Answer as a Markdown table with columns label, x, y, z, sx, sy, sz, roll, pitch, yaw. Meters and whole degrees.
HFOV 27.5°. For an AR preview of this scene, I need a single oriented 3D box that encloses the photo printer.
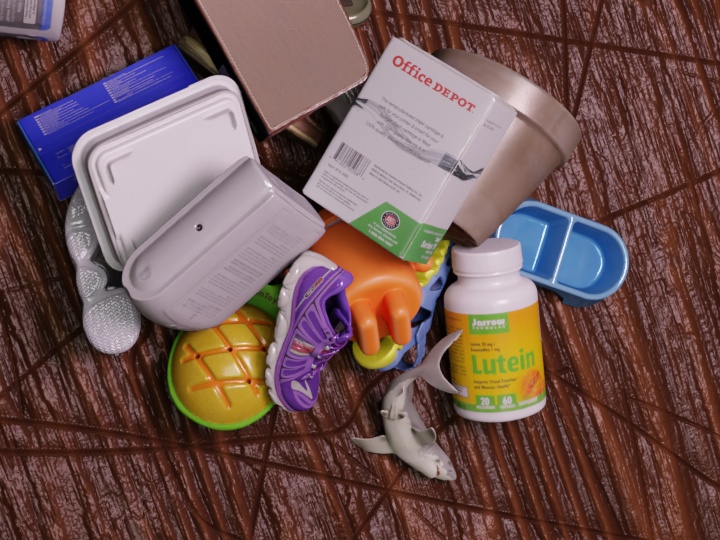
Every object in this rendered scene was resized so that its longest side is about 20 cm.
| label | x | y | z | sx | sy | sz | roll | pitch | yaw |
| --- | --- | --- | --- | --- | --- | --- | --- | --- | --- |
| photo printer | -0.148 | -0.018 | 1.542 | 0.200 | 0.166 | 0.070 | -41 | 67 | 7 |

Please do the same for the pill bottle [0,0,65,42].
| label | x | y | z | sx | sy | sz | roll | pitch | yaw |
| --- | --- | --- | --- | --- | --- | --- | --- | --- | --- |
| pill bottle | -0.422 | -0.313 | 1.590 | 0.199 | 0.114 | 0.114 | 4 | 89 | -16 |

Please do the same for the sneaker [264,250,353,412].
| label | x | y | z | sx | sy | sz | roll | pitch | yaw |
| --- | --- | --- | --- | --- | --- | --- | --- | --- | --- |
| sneaker | -0.050 | 0.078 | 1.601 | 0.083 | 0.081 | 0.201 | 22 | 126 | 19 |

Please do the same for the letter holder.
| label | x | y | z | sx | sy | sz | roll | pitch | yaw |
| --- | --- | --- | --- | --- | --- | --- | --- | --- | --- |
| letter holder | -0.095 | -0.265 | 1.613 | 0.142 | 0.101 | 0.200 | -31 | 95 | -9 |

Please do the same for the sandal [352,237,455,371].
| label | x | y | z | sx | sy | sz | roll | pitch | yaw |
| --- | --- | --- | --- | --- | --- | --- | --- | --- | --- |
| sandal | 0.059 | 0.039 | 1.753 | 0.087 | 0.079 | 0.200 | 44 | 68 | -49 |

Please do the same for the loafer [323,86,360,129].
| label | x | y | z | sx | sy | sz | roll | pitch | yaw |
| --- | --- | --- | --- | --- | --- | --- | --- | --- | --- |
| loafer | -0.002 | -0.189 | 1.728 | 0.070 | 0.070 | 0.200 | -34 | 98 | -4 |

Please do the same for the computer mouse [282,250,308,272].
| label | x | y | z | sx | sy | sz | roll | pitch | yaw |
| --- | --- | --- | --- | --- | --- | --- | --- | --- | --- |
| computer mouse | -0.148 | 0.015 | 1.653 | 0.199 | 0.059 | 0.034 | -20 | 127 | 14 |

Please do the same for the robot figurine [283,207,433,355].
| label | x | y | z | sx | sy | sz | roll | pitch | yaw |
| --- | --- | --- | --- | --- | --- | --- | --- | --- | --- |
| robot figurine | 0.002 | 0.000 | 1.682 | 0.144 | 0.200 | 0.116 | -42 | 138 | 23 |

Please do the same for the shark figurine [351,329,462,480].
| label | x | y | z | sx | sy | sz | roll | pitch | yaw |
| --- | --- | --- | --- | --- | --- | --- | --- | --- | --- |
| shark figurine | 0.060 | 0.150 | 1.732 | 0.128 | 0.215 | 0.090 | 12 | 45 | 13 |

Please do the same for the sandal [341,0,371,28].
| label | x | y | z | sx | sy | sz | roll | pitch | yaw |
| --- | --- | --- | --- | --- | --- | --- | --- | --- | --- |
| sandal | -0.081 | -0.317 | 1.699 | 0.200 | 0.057 | 0.080 | -8 | 58 | -20 |

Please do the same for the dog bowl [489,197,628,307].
| label | x | y | z | sx | sy | sz | roll | pitch | yaw |
| --- | --- | --- | --- | --- | --- | --- | --- | --- | --- |
| dog bowl | 0.239 | -0.024 | 1.805 | 0.199 | 0.050 | 0.112 | 19 | 85 | -14 |

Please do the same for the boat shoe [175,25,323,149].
| label | x | y | z | sx | sy | sz | roll | pitch | yaw |
| --- | --- | --- | --- | --- | --- | --- | --- | --- | --- |
| boat shoe | -0.117 | -0.219 | 1.695 | 0.200 | 0.072 | 0.068 | 39 | 82 | -9 |

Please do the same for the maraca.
| label | x | y | z | sx | sy | sz | roll | pitch | yaw |
| --- | --- | --- | --- | --- | --- | --- | --- | --- | --- |
| maraca | -0.140 | 0.088 | 1.676 | 0.137 | 0.107 | 0.200 | 25 | 68 | 1 |

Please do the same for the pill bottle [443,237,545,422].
| label | x | y | z | sx | sy | sz | roll | pitch | yaw |
| --- | --- | --- | --- | --- | --- | --- | --- | --- | --- |
| pill bottle | 0.156 | 0.068 | 1.735 | 0.111 | 0.111 | 0.201 | -10 | 103 | -15 |

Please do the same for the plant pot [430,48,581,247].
| label | x | y | z | sx | sy | sz | roll | pitch | yaw |
| --- | --- | --- | --- | --- | --- | --- | --- | --- | --- |
| plant pot | 0.128 | -0.128 | 1.696 | 0.200 | 0.200 | 0.174 | 31 | 81 | -13 |

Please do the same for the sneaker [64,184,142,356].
| label | x | y | z | sx | sy | sz | roll | pitch | yaw |
| --- | --- | --- | --- | --- | --- | --- | --- | --- | --- |
| sneaker | -0.285 | -0.001 | 1.634 | 0.075 | 0.114 | 0.201 | -6 | 80 | -10 |

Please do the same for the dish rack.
| label | x | y | z | sx | sy | sz | roll | pitch | yaw |
| --- | --- | --- | --- | --- | --- | --- | --- | --- | --- |
| dish rack | -0.191 | -0.095 | 1.551 | 0.200 | 0.044 | 0.172 | -27 | 124 | -20 |

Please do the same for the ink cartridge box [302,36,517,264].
| label | x | y | z | sx | sy | sz | roll | pitch | yaw |
| --- | --- | --- | --- | --- | --- | --- | --- | --- | --- |
| ink cartridge box | 0.054 | -0.130 | 1.594 | 0.146 | 0.083 | 0.200 | 35 | 100 | 23 |

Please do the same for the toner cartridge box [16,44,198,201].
| label | x | y | z | sx | sy | sz | roll | pitch | yaw |
| --- | --- | --- | --- | --- | --- | --- | --- | --- | --- |
| toner cartridge box | -0.272 | -0.167 | 1.649 | 0.200 | 0.043 | 0.095 | -28 | 68 | -13 |
